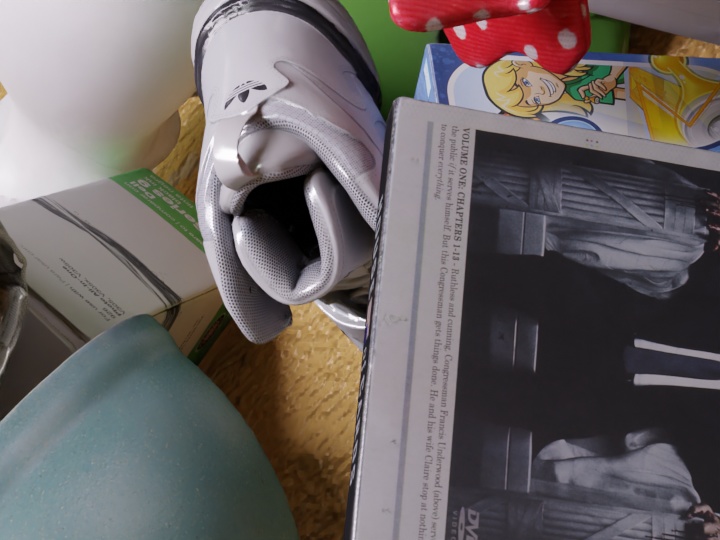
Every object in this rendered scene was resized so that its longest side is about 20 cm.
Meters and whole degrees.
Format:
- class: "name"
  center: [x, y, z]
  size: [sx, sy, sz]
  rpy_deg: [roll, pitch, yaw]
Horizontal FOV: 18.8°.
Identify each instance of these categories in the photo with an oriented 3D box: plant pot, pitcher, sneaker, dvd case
- class: "plant pot"
  center: [-0.095, 0.135, 0.838]
  size: [0.200, 0.134, 0.200]
  rpy_deg: [-51, -6, -8]
- class: "pitcher"
  center: [-0.102, -0.125, 1.013]
  size: [0.121, 0.171, 0.200]
  rpy_deg: [47, 150, 17]
- class: "sneaker"
  center: [0.000, 0.000, 0.764]
  size: [0.075, 0.200, 0.115]
  rpy_deg: [-23, 30, 17]
- class: "dvd case"
  center: [0.099, 0.034, 0.618]
  size: [0.025, 0.199, 0.151]
  rpy_deg: [109, 168, -61]

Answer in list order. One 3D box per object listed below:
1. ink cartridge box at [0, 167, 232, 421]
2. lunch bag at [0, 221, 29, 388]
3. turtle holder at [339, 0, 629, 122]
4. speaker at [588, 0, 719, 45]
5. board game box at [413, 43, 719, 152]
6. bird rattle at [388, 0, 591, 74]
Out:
- class: "ink cartridge box"
  center: [-0.143, 0.042, 0.955]
  size: [0.146, 0.084, 0.200]
  rpy_deg: [-53, -9, 17]
- class: "lunch bag"
  center: [-0.229, 0.044, 0.809]
  size: [0.164, 0.118, 0.200]
  rpy_deg: [17, 58, 43]
- class: "turtle holder"
  center: [0.030, -0.079, 0.866]
  size: [0.132, 0.140, 0.186]
  rpy_deg: [-125, 32, -75]
- class: "speaker"
  center: [0.068, -0.133, 0.752]
  size: [0.081, 0.199, 0.082]
  rpy_deg: [-167, 90, -80]
- class: "board game box"
  center: [0.094, 0.009, 0.692]
  size: [0.035, 0.135, 0.201]
  rpy_deg: [102, 165, -46]
- class: "bird rattle"
  center: [0.084, -0.151, 0.650]
  size: [0.200, 0.112, 0.164]
  rpy_deg: [-21, 62, 43]
